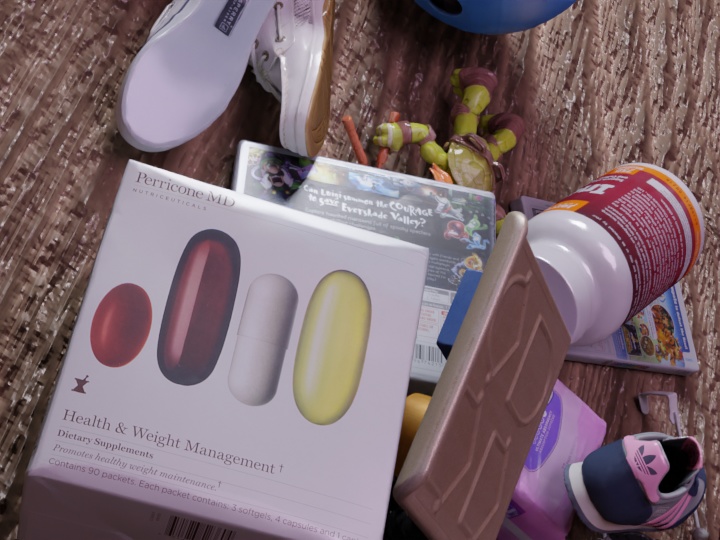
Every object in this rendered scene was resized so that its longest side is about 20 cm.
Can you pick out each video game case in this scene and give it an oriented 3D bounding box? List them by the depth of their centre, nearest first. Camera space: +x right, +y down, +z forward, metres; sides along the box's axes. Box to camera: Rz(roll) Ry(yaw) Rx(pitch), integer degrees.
[{"bbox_3d":[0.000,0.000,1.018,0.199,0.023,0.183,11,53,-9],"label":"video game case"},{"bbox_3d":[0.219,0.016,1.279,0.199,0.018,0.144,10,62,-39],"label":"video game case"}]

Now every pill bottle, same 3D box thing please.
[{"bbox_3d":[0.190,-0.008,1.170,0.200,0.113,0.113,-30,90,-46],"label":"pill bottle"}]

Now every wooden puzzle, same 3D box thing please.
[{"bbox_3d":[0.071,0.083,0.896,0.186,0.046,0.200,-65,155,-20],"label":"wooden puzzle"}]

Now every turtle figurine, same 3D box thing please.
[{"bbox_3d":[0.080,-0.097,1.177,0.200,0.064,0.162,41,47,-18],"label":"turtle figurine"}]

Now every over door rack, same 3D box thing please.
[{"bbox_3d":[0.247,0.197,1.176,0.147,0.066,0.201,-6,73,-45],"label":"over door rack"}]

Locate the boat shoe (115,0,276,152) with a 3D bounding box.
[{"bbox_3d":[-0.117,-0.157,1.031,0.074,0.065,0.200,43,58,-16],"label":"boat shoe"}]

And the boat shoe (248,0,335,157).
[{"bbox_3d":[-0.056,-0.162,1.090,0.069,0.071,0.201,1,47,1],"label":"boat shoe"}]

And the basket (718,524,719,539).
[{"bbox_3d":[0.347,0.291,1.102,0.142,0.148,0.201,15,87,-57],"label":"basket"}]

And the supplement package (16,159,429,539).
[{"bbox_3d":[-0.079,0.078,0.838,0.190,0.147,0.201,15,58,-8],"label":"supplement package"}]

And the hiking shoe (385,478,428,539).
[{"bbox_3d":[0.047,0.230,0.968,0.101,0.075,0.201,43,57,-34],"label":"hiking shoe"}]

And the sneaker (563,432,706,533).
[{"bbox_3d":[0.231,0.153,1.073,0.200,0.082,0.070,1,61,-57],"label":"sneaker"}]

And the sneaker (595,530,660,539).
[{"bbox_3d":[0.165,0.253,1.054,0.199,0.092,0.076,-1,37,-30],"label":"sneaker"}]

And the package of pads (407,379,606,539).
[{"bbox_3d":[0.089,0.107,1.071,0.200,0.076,0.121,42,48,-17],"label":"package of pads"}]

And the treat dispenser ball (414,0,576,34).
[{"bbox_3d":[0.116,-0.302,1.217,0.200,0.201,0.202,20,56,-34],"label":"treat dispenser ball"}]
